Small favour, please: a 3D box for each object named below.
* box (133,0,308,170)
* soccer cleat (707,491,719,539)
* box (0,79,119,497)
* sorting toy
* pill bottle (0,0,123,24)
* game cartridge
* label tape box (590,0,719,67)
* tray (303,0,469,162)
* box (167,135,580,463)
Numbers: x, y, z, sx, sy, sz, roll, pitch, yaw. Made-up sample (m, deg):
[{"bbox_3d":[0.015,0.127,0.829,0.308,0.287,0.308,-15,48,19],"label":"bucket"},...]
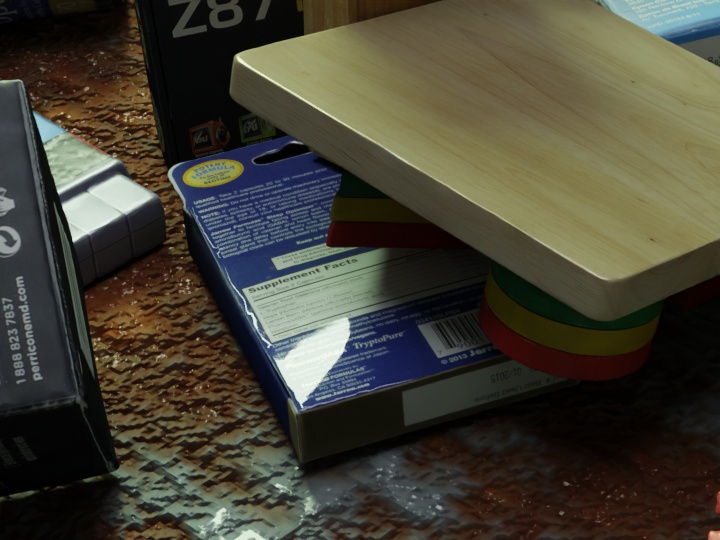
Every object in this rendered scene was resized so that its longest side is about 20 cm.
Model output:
[{"bbox_3d":[-0.007,-0.140,1.100,0.199,0.162,0.049,-13,35,-9],"label":"box"},{"bbox_3d":[0.176,0.062,0.866,0.077,0.069,0.200,8,44,12],"label":"soccer cleat"},{"bbox_3d":[-0.199,0.027,0.850,0.199,0.197,0.118,-11,79,-6],"label":"box"},{"bbox_3d":[0.079,-0.036,0.968,0.200,0.070,0.199,33,35,33],"label":"sorting toy"},{"bbox_3d":[-0.229,-0.180,1.243,0.199,0.112,0.112,-9,35,-1],"label":"pill bottle"},{"bbox_3d":[-0.197,-0.036,1.101,0.130,0.038,0.200,-35,43,-27],"label":"game cartridge"},{"bbox_3d":[0.169,-0.143,1.155,0.144,0.063,0.200,-13,33,-8],"label":"label tape box"},{"bbox_3d":[0.021,-0.150,1.021,0.037,0.200,0.099,27,43,36],"label":"tray"},{"bbox_3d":[0.000,0.000,1.010,0.121,0.032,0.200,-15,36,-13],"label":"box"}]
